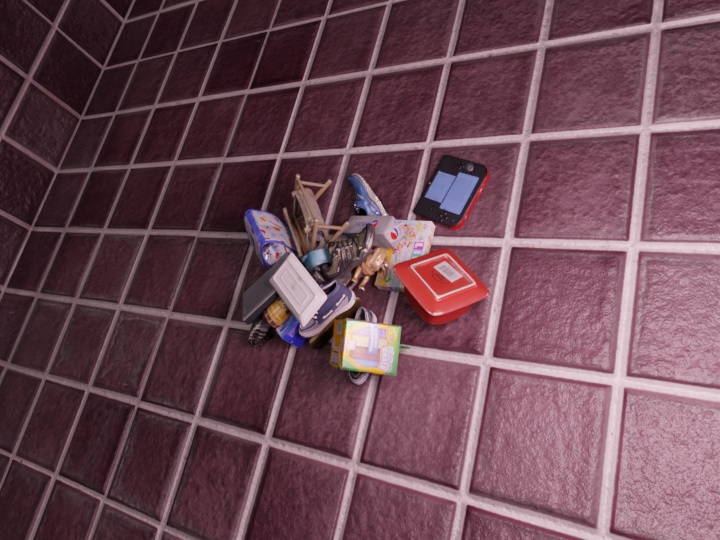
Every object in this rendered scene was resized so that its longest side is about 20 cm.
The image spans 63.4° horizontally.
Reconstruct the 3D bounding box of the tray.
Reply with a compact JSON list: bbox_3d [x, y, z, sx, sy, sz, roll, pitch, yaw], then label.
[{"bbox_3d":[-0.178,0.047,1.594,0.108,0.022,0.200,-48,55,8],"label":"tray"}]

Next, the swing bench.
[{"bbox_3d":[-0.149,-0.142,1.764,0.202,0.126,0.203,-58,43,36],"label":"swing bench"}]

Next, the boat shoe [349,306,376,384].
[{"bbox_3d":[-0.002,0.202,1.588,0.070,0.068,0.207,1,68,32],"label":"boat shoe"}]

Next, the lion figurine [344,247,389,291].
[{"bbox_3d":[0.000,0.000,1.661,0.198,0.072,0.125,-11,46,57],"label":"lion figurine"}]

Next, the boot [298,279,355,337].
[{"bbox_3d":[-0.113,0.101,1.607,0.198,0.090,0.074,-38,45,13],"label":"boot"}]

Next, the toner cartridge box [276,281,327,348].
[{"bbox_3d":[-0.147,0.126,1.700,0.201,0.095,0.043,-48,50,2],"label":"toner cartridge box"}]

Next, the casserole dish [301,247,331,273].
[{"bbox_3d":[-0.075,-0.032,1.688,0.193,0.121,0.040,-9,74,-20],"label":"casserole dish"}]

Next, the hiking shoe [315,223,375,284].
[{"bbox_3d":[-0.039,-0.054,1.590,0.202,0.099,0.076,-53,19,11],"label":"hiking shoe"}]

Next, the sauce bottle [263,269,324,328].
[{"bbox_3d":[-0.187,0.078,1.648,0.199,0.066,0.067,-43,52,9],"label":"sauce bottle"}]

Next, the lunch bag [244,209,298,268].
[{"bbox_3d":[-0.275,-0.086,1.817,0.123,0.200,0.172,-40,53,7],"label":"lunch bag"}]

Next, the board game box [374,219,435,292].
[{"bbox_3d":[0.126,-0.042,1.647,0.131,0.034,0.207,4,70,34],"label":"board game box"}]

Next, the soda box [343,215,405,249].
[{"bbox_3d":[0.035,-0.111,1.679,0.197,0.068,0.065,7,59,52],"label":"soda box"}]

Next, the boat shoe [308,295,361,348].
[{"bbox_3d":[-0.082,0.135,1.668,0.199,0.073,0.065,-43,57,7],"label":"boat shoe"}]

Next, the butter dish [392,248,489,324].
[{"bbox_3d":[0.196,0.066,1.489,0.194,0.152,0.201,-17,45,-26],"label":"butter dish"}]

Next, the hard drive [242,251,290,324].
[{"bbox_3d":[-0.271,0.052,1.718,0.199,0.033,0.141,-42,30,14],"label":"hard drive"}]

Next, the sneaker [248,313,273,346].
[{"bbox_3d":[-0.294,0.139,1.786,0.204,0.065,0.092,-61,32,26],"label":"sneaker"}]

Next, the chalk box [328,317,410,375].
[{"bbox_3d":[0.031,0.198,1.500,0.124,0.193,0.129,166,114,-72],"label":"chalk box"}]

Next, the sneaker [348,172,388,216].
[{"bbox_3d":[0.005,-0.218,1.782,0.088,0.079,0.202,-37,53,7],"label":"sneaker"}]

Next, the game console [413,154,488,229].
[{"bbox_3d":[0.257,-0.225,1.656,0.174,0.031,0.204,27,83,38],"label":"game console"}]
